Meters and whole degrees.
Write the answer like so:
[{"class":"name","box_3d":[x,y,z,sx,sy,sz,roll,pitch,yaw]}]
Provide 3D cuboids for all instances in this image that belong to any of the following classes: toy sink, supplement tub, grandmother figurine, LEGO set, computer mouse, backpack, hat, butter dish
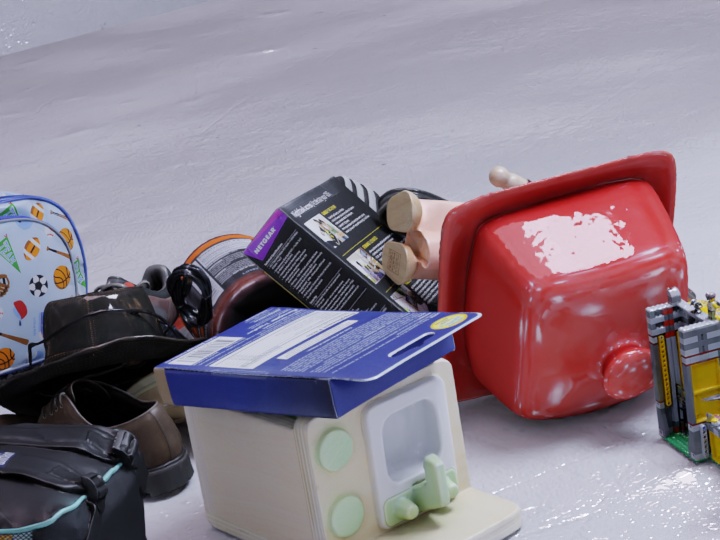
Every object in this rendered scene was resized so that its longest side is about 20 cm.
[{"class":"toy sink","box_3d":[-0.007,0.122,1.237,0.130,0.113,0.199,-22,22,-34]},{"class":"supplement tub","box_3d":[-0.099,0.030,1.585,0.106,0.108,0.200,-14,17,-15]},{"class":"grandmother figurine","box_3d":[0.116,-0.017,1.423,0.199,0.122,0.061,0,21,-26]},{"class":"LEGO set","box_3d":[0.282,0.068,1.246,0.153,0.117,0.200,-11,18,-6]},{"class":"computer mouse","box_3d":[-0.155,0.041,1.516,0.034,0.059,0.200,-53,1,-33]},{"class":"backpack","box_3d":[-0.337,0.011,1.652,0.153,0.201,0.190,11,20,38]},{"class":"hat","box_3d":[-0.208,0.056,1.464,0.199,0.081,0.201,-14,-16,-4]},{"class":"backpack","box_3d":[-0.242,0.175,1.122,0.199,0.154,0.176,4,17,8]},{"class":"butter dish","box_3d":[0.169,0.037,1.355,0.198,0.201,0.148,-16,41,-18]}]

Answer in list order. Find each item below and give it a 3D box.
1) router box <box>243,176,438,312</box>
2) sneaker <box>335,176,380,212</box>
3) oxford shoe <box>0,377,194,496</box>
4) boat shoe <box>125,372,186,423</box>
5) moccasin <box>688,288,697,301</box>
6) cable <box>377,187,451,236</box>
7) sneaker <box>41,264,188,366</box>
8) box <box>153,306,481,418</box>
[{"class":"router box","box_3d":[0.000,0.000,1.465,0.051,0.149,0.200,-50,-3,15]},{"class":"sneaker","box_3d":[-0.025,0.016,1.628,0.075,0.116,0.201,28,34,-19]},{"class":"oxford shoe","box_3d":[-0.217,0.118,1.407,0.199,0.085,0.073,-1,23,32]},{"class":"boat shoe","box_3d":[-0.102,0.098,1.426,0.199,0.065,0.072,-20,-14,20]},{"class":"moccasin","box_3d":[0.179,0.025,1.507,0.200,0.078,0.074,7,0,-13]},{"class":"cable","box_3d":[0.109,-0.020,1.535,0.199,0.051,0.097,23,-36,-35]},{"class":"sneaker","box_3d":[-0.229,0.049,1.629,0.077,0.082,0.200,0,20,28]},{"class":"box","box_3d":[-0.026,0.059,1.204,0.199,0.033,0.121,-1,19,44]}]
